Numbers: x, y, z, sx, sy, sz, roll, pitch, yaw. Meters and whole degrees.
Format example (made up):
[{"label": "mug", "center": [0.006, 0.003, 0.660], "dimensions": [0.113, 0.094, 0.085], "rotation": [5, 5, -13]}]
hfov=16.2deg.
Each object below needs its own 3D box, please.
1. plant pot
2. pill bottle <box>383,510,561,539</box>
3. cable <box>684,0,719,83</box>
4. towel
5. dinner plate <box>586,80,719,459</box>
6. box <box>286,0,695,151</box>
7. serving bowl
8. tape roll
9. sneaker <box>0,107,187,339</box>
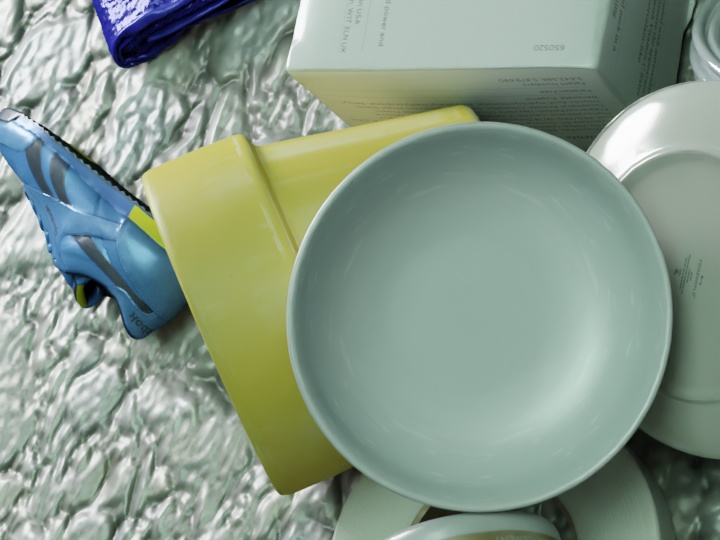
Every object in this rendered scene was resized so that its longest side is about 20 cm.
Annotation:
[{"label": "plant pot", "center": [0.000, 0.000, 1.433], "dimensions": [0.189, 0.201, 0.201], "rotation": [-24, 61, 0]}, {"label": "pill bottle", "center": [0.069, 0.234, 1.301], "dimensions": [0.111, 0.111, 0.200], "rotation": [-20, 64, 18]}, {"label": "cable", "center": [0.278, -0.119, 1.361], "dimensions": [0.200, 0.069, 0.200], "rotation": [-26, 31, -11]}, {"label": "towel", "center": [-0.129, -0.248, 1.667], "dimensions": [0.148, 0.050, 0.200], "rotation": [-27, 61, 13]}, {"label": "dinner plate", "center": [0.179, 0.001, 1.320], "dimensions": [0.200, 0.024, 0.200], "rotation": [6, 99, 42]}, {"label": "box", "center": [0.084, -0.182, 1.491], "dimensions": [0.200, 0.131, 0.199], "rotation": [1, 71, 27]}, {"label": "serving bowl", "center": [0.059, 0.024, 1.320], "dimensions": [0.200, 0.066, 0.200], "rotation": [0, 90, -6]}, {"label": "tape roll", "center": [0.077, 0.168, 1.410], "dimensions": [0.203, 0.037, 0.203], "rotation": [-9, 67, 22]}, {"label": "sneaker", "center": [-0.181, -0.031, 1.598], "dimensions": [0.200, 0.066, 0.078], "rotation": [40, 94, 32]}]
